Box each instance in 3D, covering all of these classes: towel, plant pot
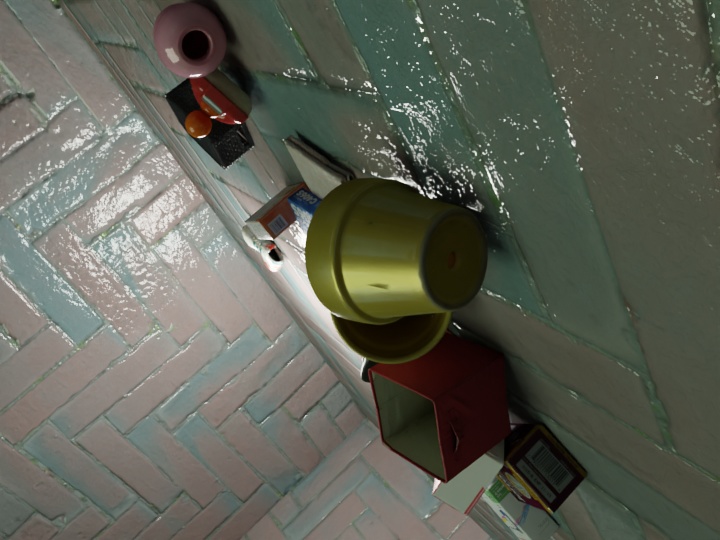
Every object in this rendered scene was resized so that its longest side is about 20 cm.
[{"bbox_3d":[-0.050,-0.147,1.313,0.191,0.032,0.201,38,164,39],"label":"towel"},{"bbox_3d":[0.050,0.043,1.187,0.201,0.200,0.189,49,-177,-2],"label":"plant pot"},{"bbox_3d":[0.058,-0.021,0.933,0.188,0.201,0.202,9,141,48],"label":"plant pot"}]

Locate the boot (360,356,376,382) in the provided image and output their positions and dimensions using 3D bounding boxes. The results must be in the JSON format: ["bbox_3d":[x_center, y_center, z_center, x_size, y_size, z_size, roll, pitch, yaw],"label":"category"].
[{"bbox_3d":[0.042,0.140,1.608,0.151,0.072,0.202,-99,21,-55],"label":"boot"}]

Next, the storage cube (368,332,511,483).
[{"bbox_3d":[0.146,0.236,1.250,0.199,0.179,0.173,17,125,49],"label":"storage cube"}]

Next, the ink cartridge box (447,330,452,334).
[{"bbox_3d":[0.197,0.188,1.391,0.200,0.050,0.109,41,165,32],"label":"ink cartridge box"}]

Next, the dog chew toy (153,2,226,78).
[{"bbox_3d":[-0.315,-0.420,1.246,0.125,0.124,0.200,58,173,-37],"label":"dog chew toy"}]

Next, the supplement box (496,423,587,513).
[{"bbox_3d":[0.333,0.383,1.371,0.131,0.103,0.200,47,168,6],"label":"supplement box"}]

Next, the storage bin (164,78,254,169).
[{"bbox_3d":[-0.355,-0.351,1.643,0.200,0.094,0.136,43,166,25],"label":"storage bin"}]

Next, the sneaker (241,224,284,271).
[{"bbox_3d":[-0.335,-0.091,2.451,0.200,0.070,0.093,52,150,-2],"label":"sneaker"}]

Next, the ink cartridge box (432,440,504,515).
[{"bbox_3d":[0.218,0.356,1.382,0.084,0.147,0.200,29,-158,3],"label":"ink cartridge box"}]

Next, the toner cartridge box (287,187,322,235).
[{"bbox_3d":[-0.065,-0.085,1.357,0.200,0.043,0.096,35,156,49],"label":"toner cartridge box"}]

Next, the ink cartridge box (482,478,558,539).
[{"bbox_3d":[0.416,0.632,1.867,0.200,0.087,0.145,46,167,6],"label":"ink cartridge box"}]

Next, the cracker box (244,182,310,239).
[{"bbox_3d":[-0.183,-0.133,1.586,0.058,0.134,0.200,51,168,-15],"label":"cracker box"}]

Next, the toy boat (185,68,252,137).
[{"bbox_3d":[-0.292,-0.317,1.362,0.130,0.131,0.200,40,-177,-16],"label":"toy boat"}]
